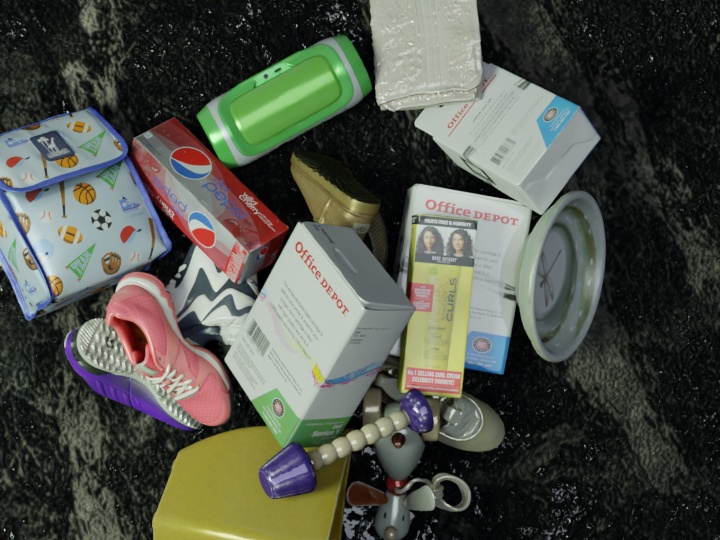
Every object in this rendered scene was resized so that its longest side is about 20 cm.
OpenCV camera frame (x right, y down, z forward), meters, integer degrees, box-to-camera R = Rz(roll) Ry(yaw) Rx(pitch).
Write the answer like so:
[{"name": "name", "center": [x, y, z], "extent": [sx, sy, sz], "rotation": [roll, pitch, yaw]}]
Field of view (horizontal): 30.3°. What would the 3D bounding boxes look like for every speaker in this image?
[{"name": "speaker", "center": [-0.089, -0.198, 1.563], "extent": [0.199, 0.088, 0.089], "rotation": [-29, 92, -3]}]

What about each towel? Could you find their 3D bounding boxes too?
[{"name": "towel", "center": [0.075, -0.290, 1.573], "extent": [0.131, 0.034, 0.203], "rotation": [-7, 80, 10]}]

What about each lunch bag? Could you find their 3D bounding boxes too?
[{"name": "lunch bag", "center": [-0.334, -0.073, 1.505], "extent": [0.169, 0.124, 0.202], "rotation": [-24, 87, -34]}]

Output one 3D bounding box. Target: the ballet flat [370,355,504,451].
[{"name": "ballet flat", "center": [0.086, 0.162, 1.588], "extent": [0.198, 0.069, 0.070], "rotation": [27, 88, -4]}]

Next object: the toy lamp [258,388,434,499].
[{"name": "toy lamp", "center": [-0.015, 0.189, 1.427], "extent": [0.198, 0.058, 0.059], "rotation": [-21, 92, -22]}]

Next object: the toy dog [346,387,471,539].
[{"name": "toy dog", "center": [0.045, 0.233, 1.536], "extent": [0.130, 0.097, 0.202], "rotation": [-14, 111, 12]}]

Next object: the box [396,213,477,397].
[{"name": "box", "center": [0.086, 0.039, 1.510], "extent": [0.074, 0.050, 0.203], "rotation": [6, 92, -4]}]

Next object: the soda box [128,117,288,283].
[{"name": "soda box", "center": [-0.178, -0.080, 1.528], "extent": [0.200, 0.064, 0.070], "rotation": [44, 48, 15]}]

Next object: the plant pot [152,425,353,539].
[{"name": "plant pot", "center": [-0.125, 0.293, 1.486], "extent": [0.197, 0.195, 0.197], "rotation": [10, 126, 3]}]

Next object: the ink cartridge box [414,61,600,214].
[{"name": "ink cartridge box", "center": [0.169, -0.163, 1.560], "extent": [0.116, 0.200, 0.067], "rotation": [-51, 135, -2]}]

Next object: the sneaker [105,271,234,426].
[{"name": "sneaker", "center": [-0.220, 0.103, 1.478], "extent": [0.073, 0.087, 0.201], "rotation": [-28, 105, 27]}]

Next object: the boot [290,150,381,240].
[{"name": "boot", "center": [-0.060, -0.021, 1.562], "extent": [0.065, 0.175, 0.202], "rotation": [7, 114, -31]}]

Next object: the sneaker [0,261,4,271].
[{"name": "sneaker", "center": [-0.470, -0.048, 1.547], "extent": [0.197, 0.078, 0.083], "rotation": [7, 86, -14]}]

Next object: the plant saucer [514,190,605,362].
[{"name": "plant saucer", "center": [0.226, 0.004, 1.559], "extent": [0.050, 0.199, 0.203], "rotation": [11, 89, 32]}]

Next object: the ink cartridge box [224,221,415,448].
[{"name": "ink cartridge box", "center": [-0.047, 0.070, 1.444], "extent": [0.083, 0.145, 0.201], "rotation": [3, 127, -43]}]

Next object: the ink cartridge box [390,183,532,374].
[{"name": "ink cartridge box", "center": [0.112, 0.010, 1.579], "extent": [0.144, 0.084, 0.203], "rotation": [11, 90, -4]}]

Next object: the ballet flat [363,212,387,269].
[{"name": "ballet flat", "center": [0.000, 0.000, 1.554], "extent": [0.046, 0.067, 0.202], "rotation": [9, 64, -38]}]

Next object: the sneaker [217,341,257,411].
[{"name": "sneaker", "center": [-0.088, 0.144, 1.578], "extent": [0.090, 0.066, 0.201], "rotation": [-36, 93, -10]}]

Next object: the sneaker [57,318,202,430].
[{"name": "sneaker", "center": [-0.270, 0.126, 1.561], "extent": [0.200, 0.099, 0.070], "rotation": [39, 50, -29]}]

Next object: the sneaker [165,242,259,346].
[{"name": "sneaker", "center": [-0.203, 0.023, 1.566], "extent": [0.197, 0.080, 0.131], "rotation": [-11, 51, 27]}]
